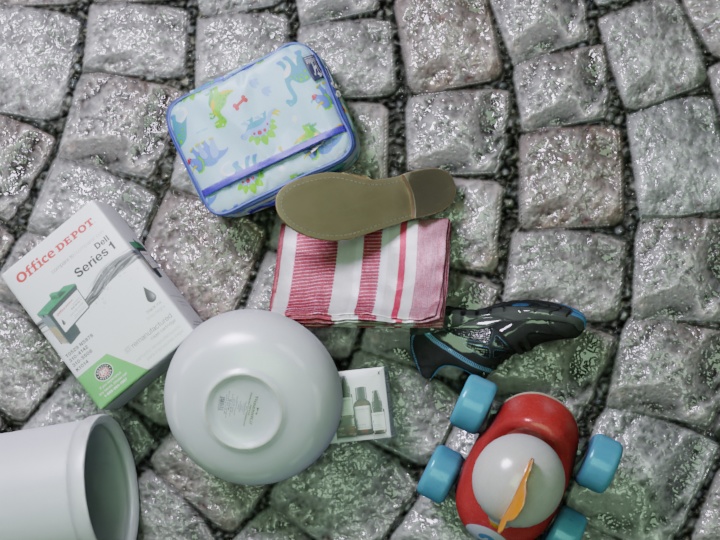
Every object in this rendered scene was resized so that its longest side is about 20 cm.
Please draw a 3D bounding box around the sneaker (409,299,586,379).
[{"bbox_3d":[0.154,0.077,1.468,0.200,0.073,0.082,-4,93,16],"label":"sneaker"}]

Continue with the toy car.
[{"bbox_3d":[0.159,0.228,1.370,0.184,0.200,0.177,26,103,7],"label":"toy car"}]

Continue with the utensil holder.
[{"bbox_3d":[-0.370,0.259,1.470,0.200,0.170,0.170,-10,84,10],"label":"utensil holder"}]

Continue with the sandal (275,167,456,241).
[{"bbox_3d":[0.000,-0.076,1.501,0.212,0.070,0.078,-9,90,-16],"label":"sandal"}]

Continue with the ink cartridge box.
[{"bbox_3d":[-0.294,0.039,1.517,0.146,0.084,0.200,-40,82,2],"label":"ink cartridge box"}]

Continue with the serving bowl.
[{"bbox_3d":[-0.122,0.145,1.432,0.200,0.066,0.200,1,99,6],"label":"serving bowl"}]

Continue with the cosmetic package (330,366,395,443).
[{"bbox_3d":[-0.065,0.159,1.494,0.200,0.051,0.083,-7,84,7],"label":"cosmetic package"}]

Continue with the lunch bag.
[{"bbox_3d":[-0.108,-0.156,1.512,0.200,0.082,0.161,-23,86,6],"label":"lunch bag"}]

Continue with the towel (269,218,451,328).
[{"bbox_3d":[0.000,0.000,1.479,0.200,0.023,0.144,0,55,9],"label":"towel"}]
